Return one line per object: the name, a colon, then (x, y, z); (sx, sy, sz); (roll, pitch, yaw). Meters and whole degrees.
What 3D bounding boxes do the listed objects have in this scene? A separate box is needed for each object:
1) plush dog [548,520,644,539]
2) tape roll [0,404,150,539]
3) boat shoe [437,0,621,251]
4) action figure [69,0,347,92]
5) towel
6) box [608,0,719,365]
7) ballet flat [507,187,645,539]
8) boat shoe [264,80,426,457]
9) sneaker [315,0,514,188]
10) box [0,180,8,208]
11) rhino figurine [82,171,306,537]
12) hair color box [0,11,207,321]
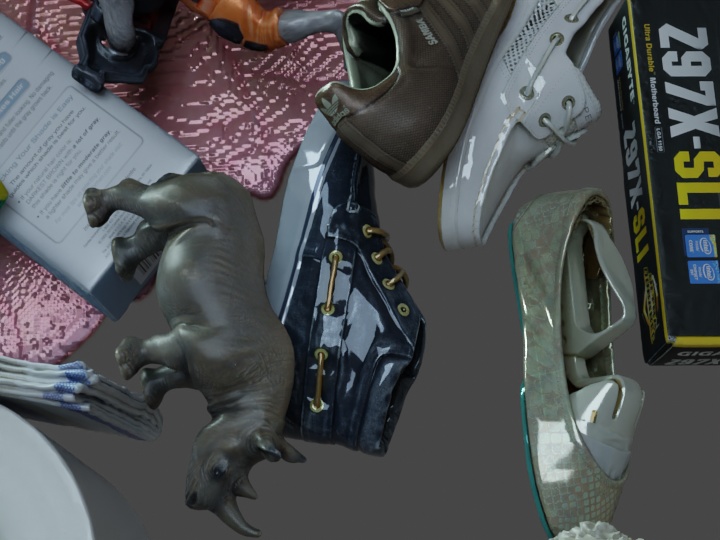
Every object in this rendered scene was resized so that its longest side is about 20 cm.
plush dog: (0.148, 0.204, 0.871); (0.170, 0.160, 0.202); (1, 100, -6)
tape roll: (-0.212, 0.172, 0.914); (0.201, 0.139, 0.204); (-2, 72, 7)
boat shoe: (0.100, -0.097, 0.993); (0.069, 0.071, 0.201); (18, 74, 14)
action figure: (-0.093, -0.197, 1.024); (0.192, 0.105, 0.201); (9, 55, -7)
towel: (-0.212, 0.056, 0.948); (0.199, 0.147, 0.024); (9, 78, 12)
box: (0.222, -0.050, 0.952); (0.158, 0.049, 0.201); (0, 71, -7)
ballet flat: (0.117, 0.048, 0.939); (0.062, 0.067, 0.201); (-21, 67, 35)
boat shoe: (0.000, 0.000, 0.980); (0.090, 0.071, 0.202); (14, 82, 12)
sneaker: (0.032, -0.138, 0.966); (0.075, 0.070, 0.201); (33, 46, -18)
box: (-0.295, -0.077, 1.004); (0.200, 0.048, 0.117); (49, 128, 9)
rhino figurine: (-0.078, 0.040, 0.924); (0.087, 0.060, 0.201); (-18, 75, 8)
hair color box: (-0.191, -0.072, 1.032); (0.200, 0.061, 0.099); (36, 80, 17)
